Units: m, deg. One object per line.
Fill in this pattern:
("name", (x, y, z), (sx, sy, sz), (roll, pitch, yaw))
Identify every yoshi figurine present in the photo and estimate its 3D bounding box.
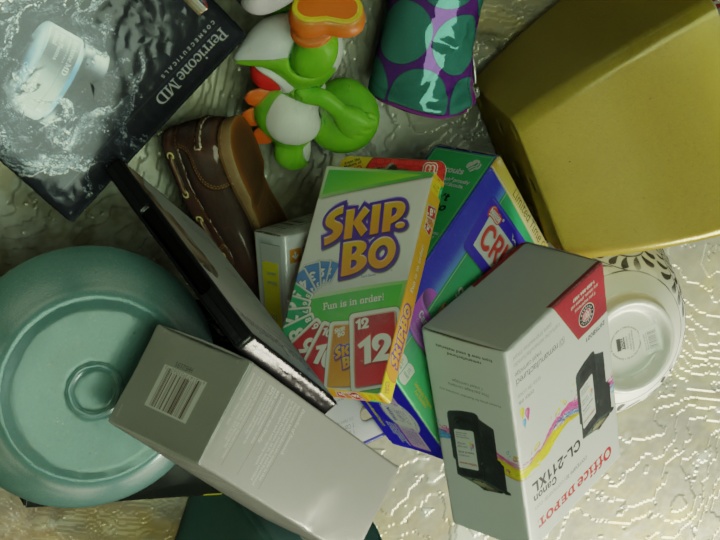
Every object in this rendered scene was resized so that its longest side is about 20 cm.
("yoshi figurine", (-0.026, -0.158, 1.353), (0.112, 0.112, 0.200), (-57, 166, -34))

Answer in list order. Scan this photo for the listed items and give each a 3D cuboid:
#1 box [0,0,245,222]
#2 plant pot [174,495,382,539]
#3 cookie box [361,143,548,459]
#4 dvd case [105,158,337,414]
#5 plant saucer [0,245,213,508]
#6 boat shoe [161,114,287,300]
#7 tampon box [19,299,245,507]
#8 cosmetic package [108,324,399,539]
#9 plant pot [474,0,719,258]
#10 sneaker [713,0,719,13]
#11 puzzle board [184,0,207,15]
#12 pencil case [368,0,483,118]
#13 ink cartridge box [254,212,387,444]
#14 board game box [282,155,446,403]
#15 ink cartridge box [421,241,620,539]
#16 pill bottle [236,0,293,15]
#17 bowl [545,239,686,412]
("box", (-0.230, -0.180, 1.282), (0.197, 0.117, 0.200), (-48, 118, -3))
("plant pot", (-0.061, 0.262, 1.434), (0.141, 0.200, 0.141), (14, 100, -24))
("cookie box", (0.069, 0.026, 1.421), (0.200, 0.075, 0.171), (-56, 137, -22))
("dvd case", (-0.102, 0.012, 1.264), (0.018, 0.200, 0.143), (-41, 147, 2))
("plant saucer", (-0.197, 0.083, 1.253), (0.200, 0.036, 0.200), (-5, 103, -21))
("boat shoe", (-0.101, -0.038, 1.407), (0.070, 0.070, 0.200), (-8, 120, 20))
("tampon box", (-0.181, 0.100, 1.365), (0.200, 0.150, 0.126), (0, 104, -22))
("cosmetic package", (-0.074, 0.128, 1.253), (0.200, 0.107, 0.090), (37, 75, -48))
("plant pot", (0.208, -0.120, 1.441), (0.176, 0.200, 0.200), (-26, 114, -2))
("sneaker", (0.334, -0.149, 1.517), (0.071, 0.112, 0.200), (-32, 115, -10))
("puzzle board", (-0.166, -0.273, 1.235), (0.017, 0.200, 0.151), (-39, 117, 13))
("pencil case", (0.070, -0.227, 1.405), (0.092, 0.085, 0.200), (11, 102, -9))
("ink cartridge box", (0.002, 0.042, 1.443), (0.198, 0.047, 0.200), (-19, 115, -43))
("board game box", (0.000, 0.000, 1.323), (0.030, 0.095, 0.200), (49, 51, -56))
("ink cartridge box", (0.135, 0.101, 1.400), (0.146, 0.083, 0.200), (-39, 131, -38))
("pill bottle", (-0.097, -0.287, 1.214), (0.112, 0.112, 0.200), (-40, 87, -7))
("bowl", (0.220, 0.055, 1.544), (0.201, 0.094, 0.201), (-6, 109, -20))
